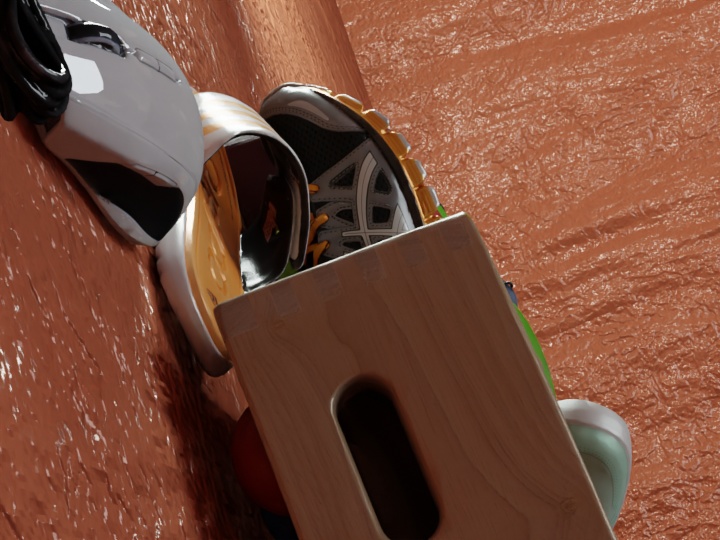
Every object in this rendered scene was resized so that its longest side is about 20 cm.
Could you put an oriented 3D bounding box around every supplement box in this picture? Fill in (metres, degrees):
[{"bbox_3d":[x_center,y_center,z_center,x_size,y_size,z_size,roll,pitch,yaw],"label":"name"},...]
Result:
[{"bbox_3d":[-0.032,-0.041,0.985,0.200,0.061,0.109,-77,148,-80],"label":"supplement box"}]

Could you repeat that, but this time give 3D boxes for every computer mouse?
[{"bbox_3d":[-0.089,-0.071,0.546,0.200,0.044,0.110,58,12,-68],"label":"computer mouse"}]

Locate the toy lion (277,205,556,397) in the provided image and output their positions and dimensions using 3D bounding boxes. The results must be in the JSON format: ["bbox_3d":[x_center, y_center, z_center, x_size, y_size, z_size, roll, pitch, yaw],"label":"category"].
[{"bbox_3d":[0.035,0.042,0.876,0.200,0.069,0.192,14,61,-47],"label":"toy lion"}]

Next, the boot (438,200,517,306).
[{"bbox_3d":[0.054,0.016,1.071,0.097,0.075,0.200,31,27,-3],"label":"boot"}]

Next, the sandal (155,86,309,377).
[{"bbox_3d":[-0.049,-0.022,0.711,0.207,0.059,0.079,-101,171,-60],"label":"sandal"}]

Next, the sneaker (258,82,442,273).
[{"bbox_3d":[0.000,0.000,0.770,0.200,0.077,0.078,59,-27,13],"label":"sneaker"}]

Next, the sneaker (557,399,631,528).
[{"bbox_3d":[0.072,0.162,0.747,0.118,0.074,0.201,-90,-156,-62],"label":"sneaker"}]

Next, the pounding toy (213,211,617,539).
[{"bbox_3d":[0.013,0.110,0.604,0.184,0.142,0.200,78,-10,-67],"label":"pounding toy"}]

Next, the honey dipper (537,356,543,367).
[{"bbox_3d":[0.046,0.128,0.711,0.038,0.038,0.200,59,45,-68],"label":"honey dipper"}]
